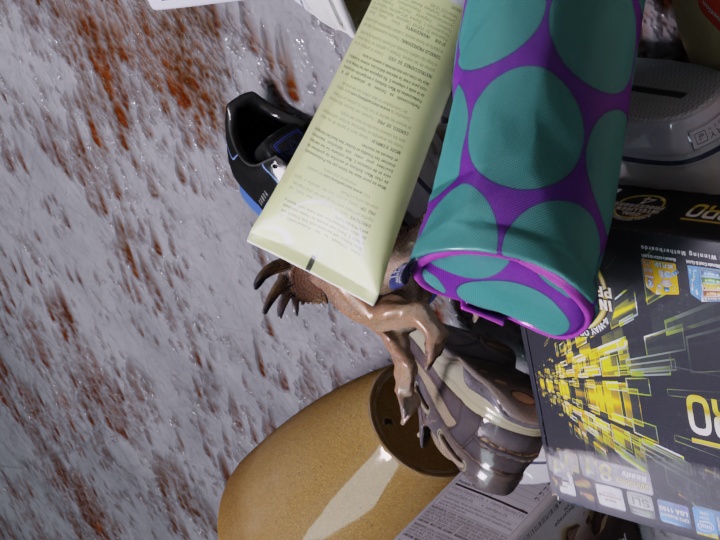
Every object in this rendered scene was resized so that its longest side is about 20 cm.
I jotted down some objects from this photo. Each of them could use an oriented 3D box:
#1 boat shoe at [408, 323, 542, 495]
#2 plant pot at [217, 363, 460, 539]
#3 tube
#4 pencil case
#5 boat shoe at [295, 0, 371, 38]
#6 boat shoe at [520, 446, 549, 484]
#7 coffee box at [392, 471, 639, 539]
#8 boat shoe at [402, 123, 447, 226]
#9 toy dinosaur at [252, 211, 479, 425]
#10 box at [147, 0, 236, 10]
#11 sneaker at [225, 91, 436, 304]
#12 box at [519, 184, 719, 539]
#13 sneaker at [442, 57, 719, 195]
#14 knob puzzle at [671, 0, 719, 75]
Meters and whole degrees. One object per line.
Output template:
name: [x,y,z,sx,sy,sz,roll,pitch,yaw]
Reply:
boat shoe: [0.059,0.080,0.886,0.074,0.074,0.200,19,-173,-12]
plant pot: [0.011,0.158,1.062,0.186,0.186,0.200,47,140,11]
tube: [0.014,-0.090,0.717,0.052,0.201,0.058,22,-176,-30]
pencil case: [0.074,-0.077,0.621,0.084,0.202,0.092,17,163,-17]
boat shoe: [-0.006,-0.192,0.738,0.086,0.074,0.203,44,156,28]
boat shoe: [0.136,0.085,0.866,0.199,0.072,0.066,-8,112,60]
coffee box: [0.088,0.200,0.937,0.079,0.200,0.114,15,135,45]
boat shoe: [0.043,-0.051,0.845,0.071,0.070,0.200,21,166,42]
toy dinosaur: [0.000,0.000,0.798,0.135,0.086,0.200,37,164,9]
box: [0.013,-0.191,0.575,0.176,0.200,0.097,10,132,54]
sneaker: [-0.027,-0.046,0.956,0.200,0.070,0.078,38,157,35]
box: [0.163,0.047,0.644,0.199,0.049,0.162,11,125,43]
sneaker: [0.104,-0.068,0.714,0.200,0.073,0.071,27,147,52]
knob puzzle: [0.194,-0.091,0.592,0.220,0.030,0.220,54,165,20]
